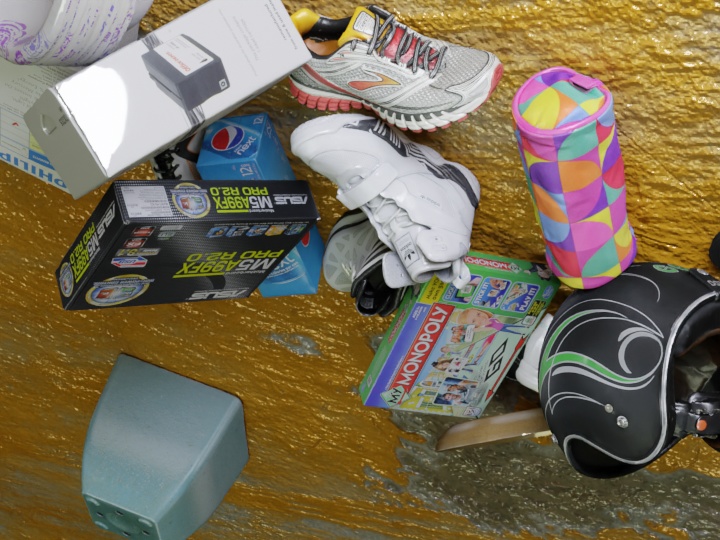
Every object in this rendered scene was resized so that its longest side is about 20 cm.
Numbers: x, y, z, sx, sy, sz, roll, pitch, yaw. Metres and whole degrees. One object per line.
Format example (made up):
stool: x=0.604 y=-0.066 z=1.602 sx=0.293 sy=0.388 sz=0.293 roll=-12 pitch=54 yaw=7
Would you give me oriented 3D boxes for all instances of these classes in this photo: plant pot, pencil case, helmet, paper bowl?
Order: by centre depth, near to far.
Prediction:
paper bowl: x=-0.227 y=-0.261 z=0.962 sx=0.104 sy=0.202 sz=0.200 roll=-3 pitch=169 yaw=-40
pencil case: x=0.181 y=-0.074 z=1.018 sx=0.088 sy=0.089 sz=0.200 roll=8 pitch=145 yaw=26
helmet: x=0.253 y=0.093 z=1.094 sx=0.200 sy=0.200 sz=0.190 roll=43 pitch=159 yaw=-25
plant pot: x=0.177 y=0.168 z=1.320 sx=0.199 sy=0.028 sz=0.200 roll=-9 pitch=170 yaw=-1
plant pot: x=-0.293 y=0.275 z=1.732 sx=0.195 sy=0.200 sz=0.197 roll=19 pitch=147 yaw=12

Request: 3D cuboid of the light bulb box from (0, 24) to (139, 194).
light bulb box: x=-0.321 y=-0.207 z=1.140 sx=0.198 sy=0.125 sz=0.200 roll=26 pitch=148 yaw=-1

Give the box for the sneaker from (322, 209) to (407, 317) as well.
sneaker: x=0.000 y=0.000 z=1.214 sx=0.076 sy=0.116 sz=0.200 roll=33 pitch=147 yaw=-12

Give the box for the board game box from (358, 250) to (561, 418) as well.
board game box: x=0.095 y=0.066 z=1.211 sx=0.134 sy=0.029 sz=0.200 roll=8 pitch=130 yaw=-21

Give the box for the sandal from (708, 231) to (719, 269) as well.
sandal: x=0.390 y=0.025 z=1.041 sx=0.199 sy=0.045 sz=0.075 roll=23 pitch=147 yaw=6

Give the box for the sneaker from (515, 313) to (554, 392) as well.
sneaker: x=0.259 y=0.098 z=1.221 sx=0.199 sy=0.089 sz=0.075 roll=16 pitch=-174 yaw=-19

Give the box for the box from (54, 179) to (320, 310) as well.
box: x=-0.160 y=-0.024 z=1.124 sx=0.199 sy=0.044 sz=0.160 roll=-3 pitch=152 yaw=-37

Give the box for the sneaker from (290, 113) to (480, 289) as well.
sneaker: x=0.026 y=-0.057 z=1.069 sx=0.199 sy=0.115 sz=0.075 roll=21 pitch=145 yaw=-32

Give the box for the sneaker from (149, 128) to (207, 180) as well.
sneaker: x=-0.177 y=-0.103 z=1.230 sx=0.073 sy=0.080 sz=0.200 roll=-1 pitch=137 yaw=38

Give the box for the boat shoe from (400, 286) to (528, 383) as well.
boat shoe: x=0.109 y=0.065 z=1.282 sx=0.200 sy=0.060 sz=0.076 roll=39 pitch=146 yaw=-19

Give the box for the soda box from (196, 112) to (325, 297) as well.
soda box: x=-0.097 y=-0.062 z=1.229 sx=0.064 sy=0.068 sz=0.200 roll=-5 pitch=139 yaw=17

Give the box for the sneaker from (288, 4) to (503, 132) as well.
sneaker: x=0.020 y=-0.169 z=0.998 sx=0.199 sy=0.078 sz=0.082 roll=9 pitch=143 yaw=24

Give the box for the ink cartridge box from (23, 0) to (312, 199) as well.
ink cartridge box: x=-0.160 y=-0.148 z=1.001 sx=0.084 sy=0.200 sz=0.145 roll=60 pitch=158 yaw=-9
